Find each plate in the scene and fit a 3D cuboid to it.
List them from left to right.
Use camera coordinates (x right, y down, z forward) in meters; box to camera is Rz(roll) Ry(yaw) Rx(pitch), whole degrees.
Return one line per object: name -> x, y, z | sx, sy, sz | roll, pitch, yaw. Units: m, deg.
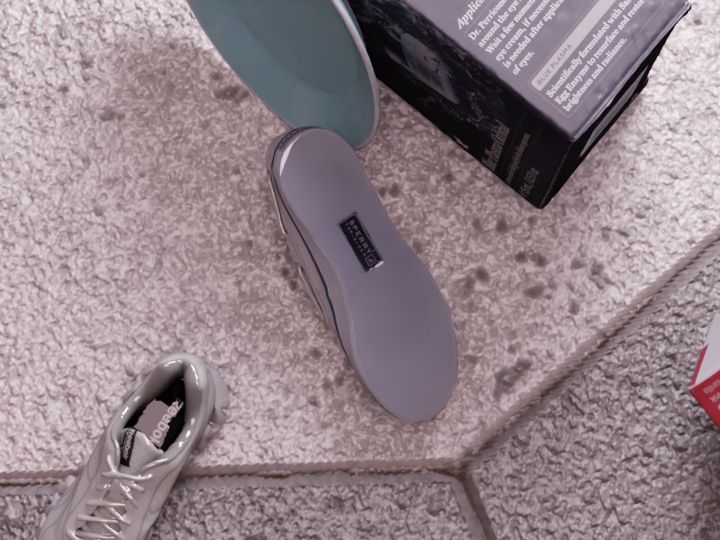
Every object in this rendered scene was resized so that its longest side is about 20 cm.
plate -> -0.050, -0.161, 1.630 | 0.026, 0.200, 0.200 | -38, 82, -21

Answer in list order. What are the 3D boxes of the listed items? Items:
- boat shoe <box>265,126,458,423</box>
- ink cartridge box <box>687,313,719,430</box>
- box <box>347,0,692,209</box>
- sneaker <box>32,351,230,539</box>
boat shoe -> 0.000, 0.000, 1.665 | 0.073, 0.065, 0.201 | -25, 101, -15
ink cartridge box -> 0.317, 0.087, 1.582 | 0.144, 0.145, 0.200 | -37, 95, 20
box -> 0.079, -0.158, 1.634 | 0.200, 0.197, 0.118 | 40, 80, 6
sneaker -> -0.148, 0.136, 1.624 | 0.075, 0.081, 0.201 | 26, 80, 1
